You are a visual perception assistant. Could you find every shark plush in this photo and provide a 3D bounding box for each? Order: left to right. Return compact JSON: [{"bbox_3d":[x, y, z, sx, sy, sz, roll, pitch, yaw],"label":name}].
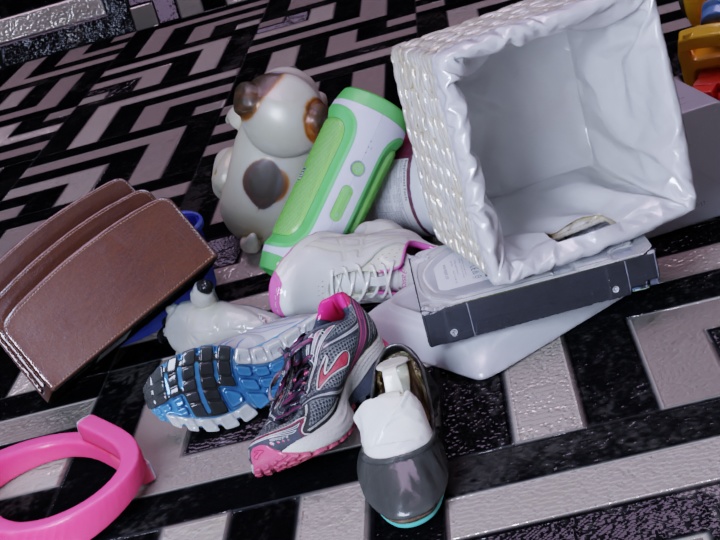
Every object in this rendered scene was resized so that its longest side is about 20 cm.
[{"bbox_3d":[-0.143,0.065,1.386,0.083,0.092,0.200,-6,-9,-32],"label":"shark plush"}]

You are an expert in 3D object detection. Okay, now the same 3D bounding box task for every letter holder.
[{"bbox_3d":[-0.260,0.004,1.362,0.200,0.142,0.101,-40,0,-19],"label":"letter holder"}]

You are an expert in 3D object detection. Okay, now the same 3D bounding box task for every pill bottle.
[{"bbox_3d":[0.054,-0.090,1.508,0.198,0.110,0.110,-2,25,35],"label":"pill bottle"}]

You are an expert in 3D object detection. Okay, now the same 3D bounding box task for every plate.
[{"bbox_3d":[0.118,0.023,1.281,0.199,0.033,0.199,-27,23,-28],"label":"plate"}]

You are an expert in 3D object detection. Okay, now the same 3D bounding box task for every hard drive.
[{"bbox_3d":[0.144,-0.001,1.226,0.198,0.038,0.140,-14,21,3],"label":"hard drive"}]

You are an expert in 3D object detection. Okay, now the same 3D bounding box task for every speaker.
[{"bbox_3d":[-0.026,-0.078,1.433,0.088,0.088,0.201,15,77,55],"label":"speaker"}]

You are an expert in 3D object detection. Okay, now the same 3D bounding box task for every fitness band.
[{"bbox_3d":[-0.252,0.175,1.170,0.143,0.038,0.199,-28,22,-27],"label":"fitness band"}]

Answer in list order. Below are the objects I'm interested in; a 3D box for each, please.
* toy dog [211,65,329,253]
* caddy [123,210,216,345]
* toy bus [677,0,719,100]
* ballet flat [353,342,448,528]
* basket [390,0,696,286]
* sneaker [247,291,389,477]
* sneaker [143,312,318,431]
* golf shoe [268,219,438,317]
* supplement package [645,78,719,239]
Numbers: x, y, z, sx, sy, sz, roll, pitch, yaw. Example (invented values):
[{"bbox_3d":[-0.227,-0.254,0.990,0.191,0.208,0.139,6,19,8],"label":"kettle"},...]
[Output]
[{"bbox_3d":[-0.102,-0.139,1.595,0.139,0.201,0.195,24,46,4],"label":"toy dog"},{"bbox_3d":[-0.247,-0.002,1.518,0.141,0.106,0.200,1,27,42],"label":"caddy"},{"bbox_3d":[0.389,-0.230,1.499,0.135,0.201,0.192,-1,33,38],"label":"toy bus"},{"bbox_3d":[0.025,0.113,1.066,0.067,0.069,0.200,-16,20,6],"label":"ballet flat"},{"bbox_3d":[0.146,-0.123,1.201,0.197,0.202,0.161,-21,20,-14],"label":"basket"},{"bbox_3d":[-0.042,0.093,1.142,0.080,0.075,0.200,-23,17,31],"label":"sneaker"},{"bbox_3d":[-0.093,0.084,1.253,0.198,0.076,0.087,-16,9,-12],"label":"sneaker"},{"bbox_3d":[0.000,0.000,1.353,0.091,0.076,0.199,16,27,39],"label":"golf shoe"},{"bbox_3d":[0.276,-0.121,1.414,0.113,0.110,0.200,-18,20,-5],"label":"supplement package"}]
